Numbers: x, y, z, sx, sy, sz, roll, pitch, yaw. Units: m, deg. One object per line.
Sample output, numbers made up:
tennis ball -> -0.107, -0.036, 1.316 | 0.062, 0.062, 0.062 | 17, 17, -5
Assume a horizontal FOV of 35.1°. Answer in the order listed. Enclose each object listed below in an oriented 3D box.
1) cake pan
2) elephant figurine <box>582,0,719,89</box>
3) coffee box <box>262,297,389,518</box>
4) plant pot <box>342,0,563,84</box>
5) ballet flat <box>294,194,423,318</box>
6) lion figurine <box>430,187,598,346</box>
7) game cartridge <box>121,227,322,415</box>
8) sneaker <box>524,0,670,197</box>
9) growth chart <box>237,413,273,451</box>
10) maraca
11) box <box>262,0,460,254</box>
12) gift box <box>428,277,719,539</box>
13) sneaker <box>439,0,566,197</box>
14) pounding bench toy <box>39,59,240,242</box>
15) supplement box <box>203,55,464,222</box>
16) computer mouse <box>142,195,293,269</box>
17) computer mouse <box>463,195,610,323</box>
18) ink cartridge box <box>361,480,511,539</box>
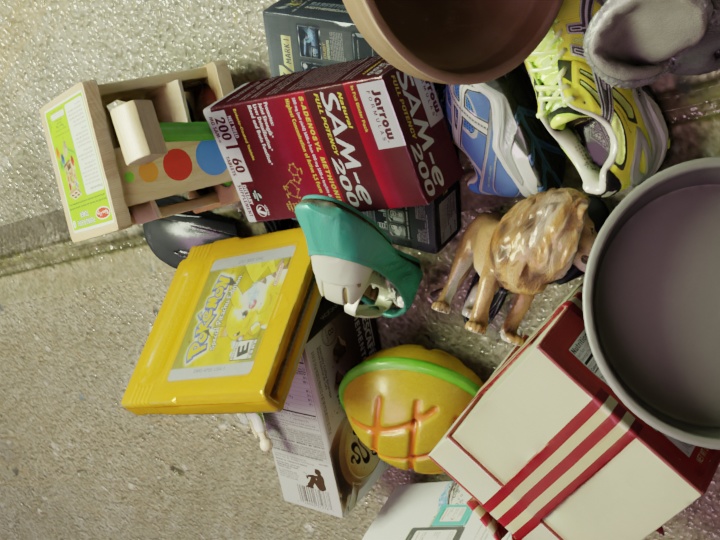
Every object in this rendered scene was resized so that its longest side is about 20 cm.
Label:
cake pan -> 0.253, 0.023, 0.799 | 0.200, 0.200, 0.037 | 43, 179, 5
elephant figurine -> 0.195, -0.180, 0.726 | 0.155, 0.141, 0.201 | 26, 143, 44
coffee box -> -0.034, 0.120, 1.111 | 0.079, 0.113, 0.202 | 8, 122, 34
plant pot -> 0.044, -0.225, 0.749 | 0.092, 0.200, 0.203 | 14, 128, 51
ballet flat -> 0.000, 0.000, 0.936 | 0.067, 0.200, 0.071 | 10, 80, 26
lion figurine -> 0.111, -0.013, 0.901 | 0.200, 0.072, 0.124 | 26, 98, 68
game cartridge -> -0.120, 0.046, 1.031 | 0.199, 0.178, 0.032 | -7, 144, 40
sneaker -> 0.153, -0.146, 0.816 | 0.075, 0.076, 0.201 | -28, 97, 46
growth chart -> -0.135, 0.089, 1.148 | 0.200, 0.018, 0.146 | -154, 48, -71
maraca -> 0.073, 0.138, 1.052 | 0.199, 0.108, 0.137 | 29, 141, -17
box -> 0.003, -0.124, 0.964 | 0.156, 0.051, 0.202 | 14, 126, 30
gift box -> 0.186, 0.137, 0.904 | 0.200, 0.184, 0.187 | 46, 133, 9
sneaker -> 0.088, -0.141, 0.868 | 0.076, 0.076, 0.202 | -7, 114, 37
pounding bench toy -> -0.164, -0.111, 0.994 | 0.199, 0.155, 0.126 | -8, 97, 58
supplement box -> -0.025, -0.104, 0.917 | 0.199, 0.061, 0.110 | -4, 117, 41
computer mouse -> -0.153, -0.044, 1.139 | 0.199, 0.046, 0.142 | 24, 130, 23
computer mouse -> 0.146, -0.001, 0.949 | 0.200, 0.034, 0.059 | -42, 58, 52
ink cartridge box -> 0.109, 0.300, 1.085 | 0.199, 0.146, 0.147 | -15, 117, 43
